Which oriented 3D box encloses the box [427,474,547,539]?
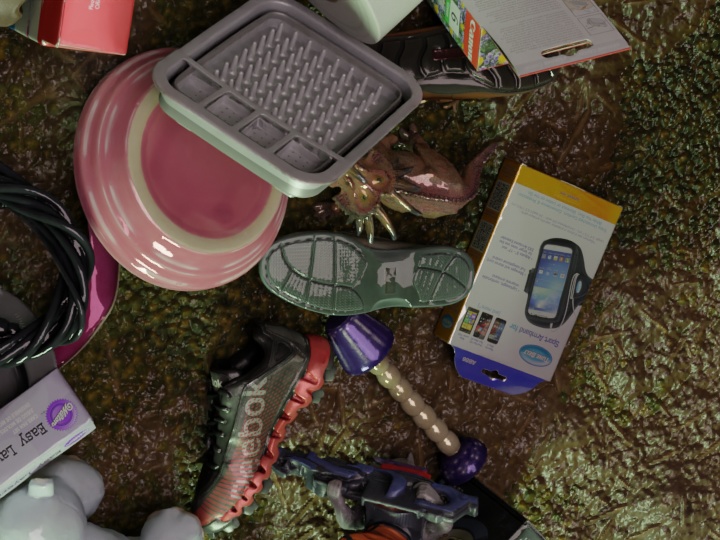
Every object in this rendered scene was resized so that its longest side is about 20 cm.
[{"bbox_3d":[0.074,0.295,1.589,0.200,0.164,0.086,-46,114,-5],"label":"box"}]

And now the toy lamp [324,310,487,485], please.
[{"bbox_3d":[0.039,0.110,1.593,0.058,0.058,0.200,-43,116,-7],"label":"toy lamp"}]

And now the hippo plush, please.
[{"bbox_3d":[-0.245,0.248,1.467,0.160,0.200,0.159,38,119,-6],"label":"hippo plush"}]

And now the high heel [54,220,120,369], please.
[{"bbox_3d":[-0.235,-0.018,1.455,0.096,0.067,0.201,32,82,-18],"label":"high heel"}]

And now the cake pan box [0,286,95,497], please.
[{"bbox_3d":[-0.336,0.102,1.403,0.199,0.052,0.185,-34,86,-12],"label":"cake pan box"}]

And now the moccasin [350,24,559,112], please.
[{"bbox_3d":[0.077,-0.176,1.536,0.199,0.078,0.074,-12,91,-15],"label":"moccasin"}]

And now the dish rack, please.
[{"bbox_3d":[-0.059,-0.136,1.408,0.171,0.200,0.044,33,131,11],"label":"dish rack"}]

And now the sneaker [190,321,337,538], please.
[{"bbox_3d":[-0.106,0.132,1.532,0.097,0.071,0.202,30,88,-25],"label":"sneaker"}]

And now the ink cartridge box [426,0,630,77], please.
[{"bbox_3d":[0.132,-0.216,1.476,0.108,0.201,0.051,-15,138,-17],"label":"ink cartridge box"}]

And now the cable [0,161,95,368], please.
[{"bbox_3d":[-0.304,-0.002,1.377,0.199,0.051,0.164,37,77,2],"label":"cable"}]

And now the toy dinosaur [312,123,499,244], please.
[{"bbox_3d":[0.041,-0.074,1.506,0.198,0.135,0.087,-2,103,-21],"label":"toy dinosaur"}]

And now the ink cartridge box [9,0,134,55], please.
[{"bbox_3d":[-0.214,-0.229,1.334,0.067,0.200,0.118,6,101,-22],"label":"ink cartridge box"}]

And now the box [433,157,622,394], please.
[{"bbox_3d":[0.150,0.011,1.622,0.118,0.041,0.202,21,96,-24],"label":"box"}]

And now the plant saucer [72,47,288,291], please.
[{"bbox_3d":[-0.136,-0.086,1.440,0.199,0.051,0.203,7,79,-36],"label":"plant saucer"}]

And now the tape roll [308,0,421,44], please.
[{"bbox_3d":[-0.005,-0.301,1.400,0.139,0.203,0.203,-42,113,-7],"label":"tape roll"}]

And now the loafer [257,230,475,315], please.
[{"bbox_3d":[0.000,0.000,1.552,0.198,0.063,0.073,4,101,-19],"label":"loafer"}]

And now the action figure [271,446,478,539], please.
[{"bbox_3d":[-0.005,0.234,1.561,0.194,0.198,0.105,-56,157,-43],"label":"action figure"}]

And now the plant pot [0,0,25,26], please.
[{"bbox_3d":[-0.341,-0.268,1.288,0.196,0.200,0.203,5,100,-29],"label":"plant pot"}]
